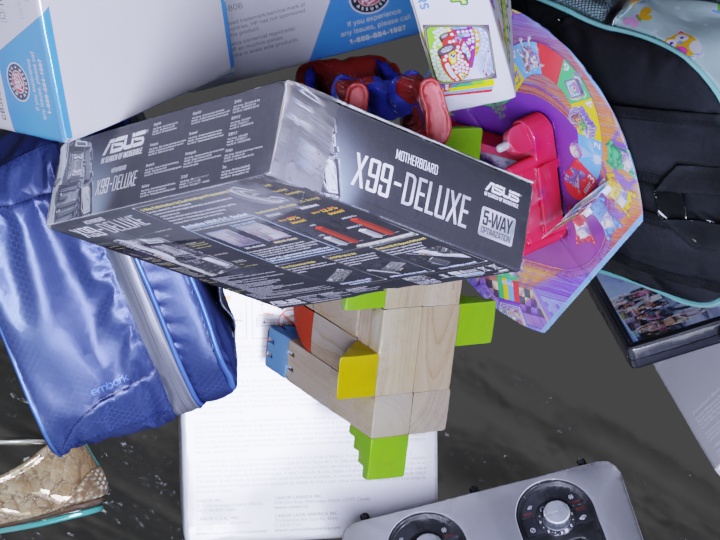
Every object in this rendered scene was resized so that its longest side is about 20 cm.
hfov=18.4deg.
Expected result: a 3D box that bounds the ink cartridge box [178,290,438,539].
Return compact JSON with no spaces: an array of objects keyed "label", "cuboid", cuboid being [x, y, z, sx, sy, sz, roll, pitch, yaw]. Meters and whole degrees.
[{"label":"ink cartridge box","cuboid":[-0.033,0.066,1.371,0.160,0.050,0.201,-2,95,-8]}]

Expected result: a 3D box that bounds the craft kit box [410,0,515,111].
[{"label":"craft kit box","cuboid":[0.036,-0.220,1.136,0.048,0.201,0.198,-9,135,9]}]

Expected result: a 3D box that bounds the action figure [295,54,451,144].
[{"label":"action figure","cuboid":[0.000,-0.089,1.187,0.065,0.200,0.052,-9,103,-7]}]

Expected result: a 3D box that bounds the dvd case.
[{"label":"dvd case","cuboid":[0.235,-0.008,1.317,0.199,0.143,0.018,-16,118,-2]}]

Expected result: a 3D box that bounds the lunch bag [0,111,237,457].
[{"label":"lunch bag","cuboid":[-0.145,-0.012,1.256,0.132,0.136,0.201,-21,106,-1]}]

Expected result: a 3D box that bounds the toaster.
[{"label":"toaster","cuboid":[0.080,0.225,1.373,0.180,0.119,0.200,-12,146,-10]}]

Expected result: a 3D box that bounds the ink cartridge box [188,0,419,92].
[{"label":"ink cartridge box","cuboid":[-0.053,-0.218,1.215,0.144,0.084,0.201,-14,114,-4]}]

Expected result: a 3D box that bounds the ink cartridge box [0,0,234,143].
[{"label":"ink cartridge box","cuboid":[-0.185,-0.157,1.162,0.125,0.199,0.129,-30,121,-41]}]

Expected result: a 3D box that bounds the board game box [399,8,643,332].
[{"label":"board game box","cuboid":[0.072,-0.052,1.249,0.039,0.158,0.200,-25,163,-33]}]

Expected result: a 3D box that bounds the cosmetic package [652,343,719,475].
[{"label":"cosmetic package","cuboid":[0.244,0.065,1.320,0.107,0.200,0.090,-40,111,11]}]

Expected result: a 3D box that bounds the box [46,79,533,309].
[{"label":"box","cuboid":[-0.039,-0.032,1.111,0.157,0.200,0.050,20,72,-35]}]

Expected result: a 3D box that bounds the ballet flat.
[{"label":"ballet flat","cuboid":[-0.255,0.140,1.356,0.199,0.071,0.066,-15,87,-5]}]

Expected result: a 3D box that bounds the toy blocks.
[{"label":"toy blocks","cuboid":[0.000,0.000,1.275,0.100,0.137,0.201,-4,109,-31]}]

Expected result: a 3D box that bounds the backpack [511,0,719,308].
[{"label":"backpack","cuboid":[0.182,-0.078,1.248,0.153,0.200,0.177,-17,116,-25]}]
